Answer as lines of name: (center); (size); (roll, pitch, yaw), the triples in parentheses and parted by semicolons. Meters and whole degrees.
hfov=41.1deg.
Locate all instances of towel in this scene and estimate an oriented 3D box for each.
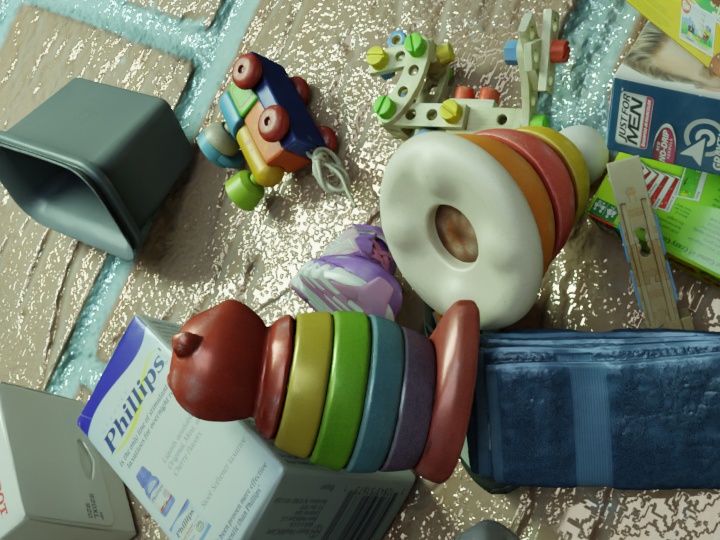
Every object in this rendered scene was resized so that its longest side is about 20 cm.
towel: (0.170, 0.096, 0.658); (0.196, 0.049, 0.114); (-2, 101, 14)

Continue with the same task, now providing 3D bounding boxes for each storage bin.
storage bin: (-0.272, -0.112, 1.005); (0.198, 0.147, 0.135); (19, 58, 35)

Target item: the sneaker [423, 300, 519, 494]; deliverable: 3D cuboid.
sneaker: (0.084, 0.073, 0.747); (0.073, 0.079, 0.204); (-21, 66, 22)

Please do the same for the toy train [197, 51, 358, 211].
toy train: (-0.083, -0.099, 0.908); (0.116, 0.084, 0.202); (-43, 57, 25)

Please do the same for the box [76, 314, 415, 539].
box: (-0.090, 0.143, 0.768); (0.199, 0.183, 0.106); (38, 100, 35)

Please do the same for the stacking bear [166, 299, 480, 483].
stacking bear: (-0.031, 0.073, 0.649); (0.196, 0.122, 0.116); (11, 61, -7)

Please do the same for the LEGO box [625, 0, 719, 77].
LEGO box: (0.264, -0.225, 0.663); (0.146, 0.078, 0.201); (-17, 44, -11)

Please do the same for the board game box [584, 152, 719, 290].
board game box: (0.273, -0.038, 0.683); (0.199, 0.047, 0.103); (32, 93, 35)

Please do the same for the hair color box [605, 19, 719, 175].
hair color box: (0.276, -0.110, 0.642); (0.197, 0.061, 0.100); (17, 47, 24)

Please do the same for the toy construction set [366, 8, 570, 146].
toy construction set: (0.091, -0.150, 0.813); (0.198, 0.091, 0.134); (2, 75, 43)

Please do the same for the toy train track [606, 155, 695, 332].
toy train track: (0.209, 0.020, 0.677); (0.113, 0.033, 0.204); (-14, 97, 16)

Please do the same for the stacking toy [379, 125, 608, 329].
stacking toy: (0.124, -0.061, 0.714); (0.199, 0.148, 0.145); (-32, 47, -34)

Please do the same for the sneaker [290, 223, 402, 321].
sneaker: (0.000, 0.000, 0.779); (0.081, 0.200, 0.089); (45, 81, -8)

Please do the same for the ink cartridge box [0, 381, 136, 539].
ink cartridge box: (-0.346, 0.230, 0.923); (0.199, 0.144, 0.149); (-37, 58, 16)

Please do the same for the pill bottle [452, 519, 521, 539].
pill bottle: (0.045, 0.281, 0.680); (0.199, 0.119, 0.121); (-38, 59, 15)
